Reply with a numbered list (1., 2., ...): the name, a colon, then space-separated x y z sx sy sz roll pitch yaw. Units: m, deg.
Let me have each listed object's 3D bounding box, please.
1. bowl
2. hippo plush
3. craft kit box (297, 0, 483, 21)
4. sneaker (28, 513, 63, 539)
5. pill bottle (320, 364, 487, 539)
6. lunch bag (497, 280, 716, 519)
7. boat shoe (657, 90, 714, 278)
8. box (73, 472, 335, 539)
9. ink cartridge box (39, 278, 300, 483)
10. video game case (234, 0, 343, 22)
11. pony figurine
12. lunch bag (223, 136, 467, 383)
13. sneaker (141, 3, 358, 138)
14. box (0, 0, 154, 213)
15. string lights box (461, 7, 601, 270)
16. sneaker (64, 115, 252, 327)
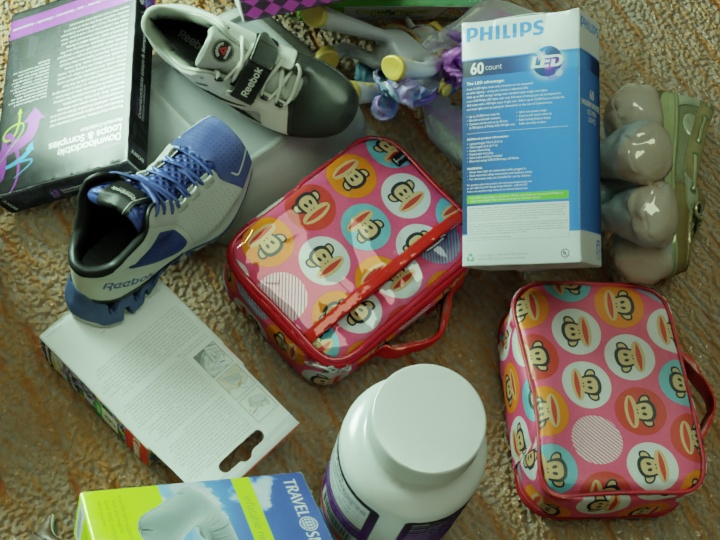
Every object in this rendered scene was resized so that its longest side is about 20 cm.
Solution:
1. bowl: -0.110 -0.148 1.195 0.200 0.075 0.200 -38 73 -24
2. hippo plush: 0.180 -0.081 1.141 0.160 0.160 0.200 -6 38 4
3. craft kit box: 0.030 -0.350 1.301 0.197 0.049 0.201 -3 84 -7
4. sneaker: -0.157 0.225 1.000 0.199 0.071 0.076 6 62 -7
5. pill bottle: 0.034 0.147 0.995 0.111 0.200 0.112 4 63 -7
6. lunch bag: 0.212 0.107 1.110 0.175 0.082 0.201 0 63 -9
7. boat shoe: 0.302 -0.081 1.227 0.063 0.073 0.201 7 55 0
8. box: -0.098 0.210 0.961 0.199 0.048 0.122 -2 37 -24
9. ink cartridge box: -0.157 0.097 1.077 0.200 0.050 0.109 44 66 12
10. video game case: -0.027 -0.288 1.182 0.199 0.036 0.181 -14 33 -8
11. pony figurine: 0.063 -0.183 1.188 0.193 0.167 0.200 38 29 27
12. lunch bag: 0.000 0.000 1.129 0.200 0.082 0.176 -39 79 -22
13. sneaker: -0.099 -0.168 1.106 0.199 0.088 0.074 24 97 9
14. box: -0.252 -0.158 1.163 0.142 0.036 0.201 -12 60 22
15. string lights box: 0.138 -0.102 1.060 0.102 0.059 0.201 -1 86 27
16. sneaker: -0.163 -0.050 1.049 0.080 0.115 0.200 36 70 11
